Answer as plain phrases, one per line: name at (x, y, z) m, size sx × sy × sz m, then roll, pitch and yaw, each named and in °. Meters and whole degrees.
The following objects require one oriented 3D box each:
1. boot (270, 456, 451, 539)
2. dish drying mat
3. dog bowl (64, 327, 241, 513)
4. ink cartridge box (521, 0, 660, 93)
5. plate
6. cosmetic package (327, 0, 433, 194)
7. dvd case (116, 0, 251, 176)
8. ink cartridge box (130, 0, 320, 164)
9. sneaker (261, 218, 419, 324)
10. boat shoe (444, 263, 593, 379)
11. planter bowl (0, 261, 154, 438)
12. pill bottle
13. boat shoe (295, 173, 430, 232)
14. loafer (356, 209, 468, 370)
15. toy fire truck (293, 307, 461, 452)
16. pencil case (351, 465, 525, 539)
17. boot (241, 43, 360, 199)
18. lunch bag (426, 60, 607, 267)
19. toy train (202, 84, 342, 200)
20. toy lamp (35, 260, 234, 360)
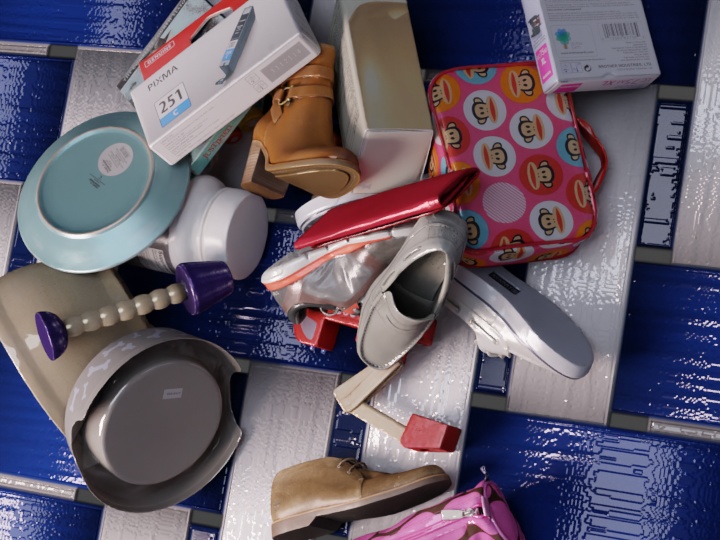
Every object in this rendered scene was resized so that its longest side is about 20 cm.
boot at (-0.005, 0.217, 1.706) m, size 0.200 × 0.074 × 0.076 m, roll -17°, pitch 64°, yaw 21°
dish drying mat at (0.024, -0.059, 1.632) m, size 0.200 × 0.077 × 0.018 m, roll -16°, pitch 111°, yaw 44°
dog bowl at (-0.214, 0.149, 1.737) m, size 0.059 × 0.200 × 0.200 m, roll 34°, pitch 94°, yaw 46°
ink cartridge box at (0.220, -0.277, 1.685) m, size 0.119 × 0.042 × 0.200 m, roll -6°, pitch 76°, yaw -22°
plate at (-0.275, -0.089, 1.767) m, size 0.200 × 0.026 × 0.200 m, roll -10°, pitch 57°, yaw 16°
cosmetic package at (0.018, -0.185, 1.708) m, size 0.071 × 0.105 × 0.200 m, roll -1°, pitch 55°, yaw -12°
dvd case at (-0.180, -0.208, 1.823) m, size 0.146 × 0.022 × 0.200 m, roll -51°, pitch 43°, yaw 9°
ink cartridge box at (-0.152, -0.231, 1.759) m, size 0.200 × 0.045 × 0.176 m, roll -35°, pitch 47°, yaw 13°
sneaker at (0.000, 0.000, 1.693) m, size 0.200 × 0.077 × 0.082 m, roll -20°, pitch 100°, yaw 28°
boat shoe at (0.144, 0.052, 1.682) m, size 0.200 × 0.071 × 0.070 m, roll 39°, pitch 123°, yaw 19°
planter bowl at (-0.296, 0.068, 1.790) m, size 0.135 × 0.200 × 0.200 m, roll -31°, pitch 70°, yaw -4°
pill bottle at (-0.208, -0.054, 1.810) m, size 0.200 × 0.113 × 0.113 m, roll 11°, pitch 85°, yaw 23°
boat shoe at (0.029, -0.052, 1.742) m, size 0.200 × 0.072 × 0.068 m, roll -10°, pitch 75°, yaw 13°
loafer at (0.044, 0.028, 1.621) m, size 0.070 × 0.070 × 0.200 m, roll 21°, pitch 128°, yaw -4°
toy fire truck at (0.015, 0.101, 1.726) m, size 0.200 × 0.049 × 0.141 m, roll 13°, pitch 85°, yaw 23°
pencil case at (0.057, 0.273, 1.654) m, size 0.200 × 0.094 × 0.091 m, roll -28°, pitch 71°, yaw 16°
boot at (-0.048, -0.155, 1.693) m, size 0.200 × 0.074 × 0.155 m, roll 2°, pitch 70°, yaw 56°
lunch bag at (0.157, -0.108, 1.671) m, size 0.176 × 0.082 × 0.200 m, roll -6°, pitch 76°, yaw -10°
toy train at (-0.101, -0.153, 1.817) m, size 0.200 × 0.056 × 0.150 m, roll 6°, pitch 82°, yaw 22°
toy lamp at (-0.224, 0.036, 1.699) m, size 0.200 × 0.058 × 0.058 m, roll -20°, pitch 69°, yaw -21°
